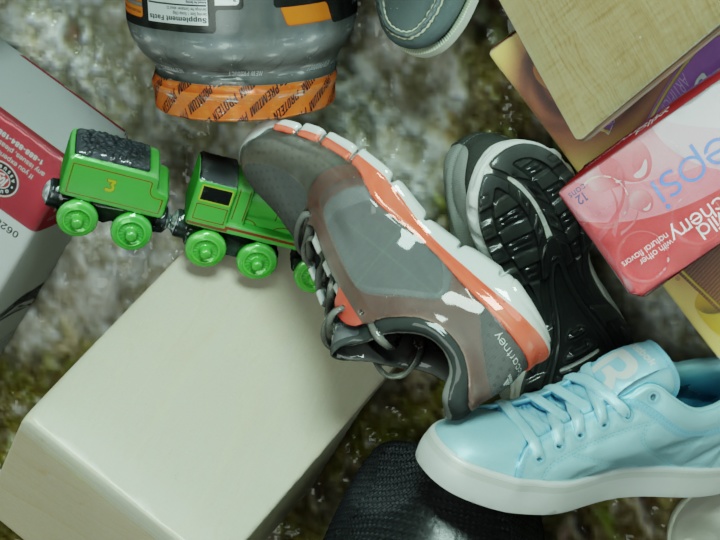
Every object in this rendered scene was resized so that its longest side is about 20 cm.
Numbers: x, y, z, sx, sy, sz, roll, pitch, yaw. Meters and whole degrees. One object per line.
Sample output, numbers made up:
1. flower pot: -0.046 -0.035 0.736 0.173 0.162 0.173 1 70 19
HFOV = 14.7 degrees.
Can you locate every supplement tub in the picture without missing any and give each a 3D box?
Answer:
1. supplement tub: -0.063 -0.184 1.427 0.122 0.123 0.202 4 108 18

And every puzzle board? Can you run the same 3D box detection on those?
1. puzzle board: 0.121 -0.186 1.375 0.151 0.017 0.201 -40 62 26

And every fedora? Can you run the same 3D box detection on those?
1. fedora: 0.040 0.142 1.472 0.199 0.201 0.092 9 79 17

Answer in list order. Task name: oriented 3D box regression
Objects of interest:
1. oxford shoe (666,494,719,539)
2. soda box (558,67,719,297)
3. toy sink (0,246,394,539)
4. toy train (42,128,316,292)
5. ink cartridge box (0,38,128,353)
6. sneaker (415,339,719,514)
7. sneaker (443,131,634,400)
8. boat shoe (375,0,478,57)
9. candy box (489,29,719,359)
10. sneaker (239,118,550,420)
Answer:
1. oxford shoe: 0.255 0.149 1.448 0.199 0.058 0.076 9 111 19
2. soda box: 0.196 -0.071 1.342 0.200 0.063 0.070 -36 92 20
3. toy sink: -0.085 0.083 1.507 0.130 0.200 0.112 37 143 5
4. toy train: -0.069 -0.030 1.478 0.199 0.042 0.057 13 122 -13
5. ink cartridge box: -0.246 -0.031 1.558 0.146 0.083 0.201 35 113 6
6. sneaker: 0.118 0.070 1.415 0.074 0.199 0.082 42 126 45
7. sneaker: 0.092 0.015 1.466 0.074 0.079 0.201 -22 115 -17
8. boat shoe: 0.028 -0.209 1.395 0.072 0.062 0.202 10 95 36
9. candy box: 0.173 -0.070 1.414 0.116 0.056 0.200 -37 92 24
10. sneaker: 0.000 0.000 1.397 0.200 0.077 0.082 37 73 26
